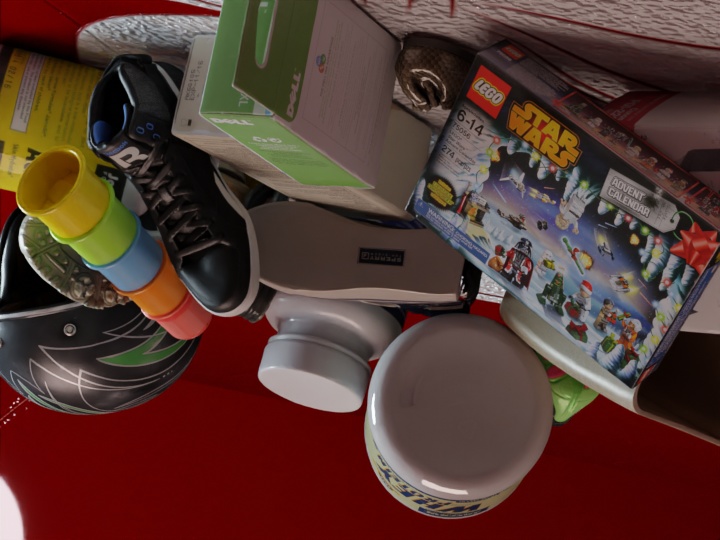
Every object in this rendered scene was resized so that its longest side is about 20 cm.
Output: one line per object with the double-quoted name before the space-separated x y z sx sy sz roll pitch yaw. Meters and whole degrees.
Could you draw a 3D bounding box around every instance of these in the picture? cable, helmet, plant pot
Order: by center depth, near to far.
"plant pot" 0.228 0.011 1.455 0.177 0.201 0.200 18 177 46
"cable" -0.076 -0.015 1.569 0.050 0.097 0.200 37 -174 -23
"helmet" -0.233 0.032 1.661 0.199 0.192 0.200 10 163 3

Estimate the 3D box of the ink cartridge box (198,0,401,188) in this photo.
"ink cartridge box" -0.047 -0.131 1.210 0.059 0.104 0.200 5 167 27

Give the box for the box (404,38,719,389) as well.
"box" 0.135 -0.037 1.231 0.200 0.137 0.040 38 -142 18

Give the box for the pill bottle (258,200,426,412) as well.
"pill bottle" -0.014 0.009 1.591 0.119 0.201 0.120 14 159 6

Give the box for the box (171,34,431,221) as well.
"box" -0.039 -0.103 1.412 0.095 0.078 0.200 5 167 34

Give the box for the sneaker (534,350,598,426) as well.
"sneaker" 0.162 0.048 1.626 0.076 0.201 0.084 16 134 -9

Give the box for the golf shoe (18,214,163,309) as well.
"golf shoe" -0.207 -0.011 1.501 0.097 0.079 0.200 15 176 39

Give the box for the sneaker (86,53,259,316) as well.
"sneaker" -0.146 -0.061 1.383 0.073 0.201 0.112 -26 165 25

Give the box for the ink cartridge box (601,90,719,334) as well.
"ink cartridge box" 0.251 -0.036 1.225 0.199 0.146 0.085 3 -158 34

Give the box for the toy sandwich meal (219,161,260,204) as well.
"toy sandwich meal" -0.169 -0.085 1.697 0.204 0.071 0.205 11 163 3

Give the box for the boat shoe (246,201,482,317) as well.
"boat shoe" 0.000 0.000 1.486 0.199 0.075 0.093 10 165 11

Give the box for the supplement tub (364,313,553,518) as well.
"supplement tub" 0.075 0.123 1.541 0.144 0.146 0.200 11 166 2

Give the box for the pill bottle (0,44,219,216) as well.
"pill bottle" -0.212 -0.104 1.507 0.199 0.112 0.111 13 169 -8

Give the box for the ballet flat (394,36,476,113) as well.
"ballet flat" 0.104 -0.108 1.315 0.199 0.047 0.067 20 167 -35

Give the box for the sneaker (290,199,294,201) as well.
"sneaker" -0.036 -0.012 1.803 0.199 0.100 0.078 19 -178 -19

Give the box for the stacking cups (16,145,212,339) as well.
"stacking cups" -0.173 -0.016 1.422 0.060 0.061 0.200 4 153 36
